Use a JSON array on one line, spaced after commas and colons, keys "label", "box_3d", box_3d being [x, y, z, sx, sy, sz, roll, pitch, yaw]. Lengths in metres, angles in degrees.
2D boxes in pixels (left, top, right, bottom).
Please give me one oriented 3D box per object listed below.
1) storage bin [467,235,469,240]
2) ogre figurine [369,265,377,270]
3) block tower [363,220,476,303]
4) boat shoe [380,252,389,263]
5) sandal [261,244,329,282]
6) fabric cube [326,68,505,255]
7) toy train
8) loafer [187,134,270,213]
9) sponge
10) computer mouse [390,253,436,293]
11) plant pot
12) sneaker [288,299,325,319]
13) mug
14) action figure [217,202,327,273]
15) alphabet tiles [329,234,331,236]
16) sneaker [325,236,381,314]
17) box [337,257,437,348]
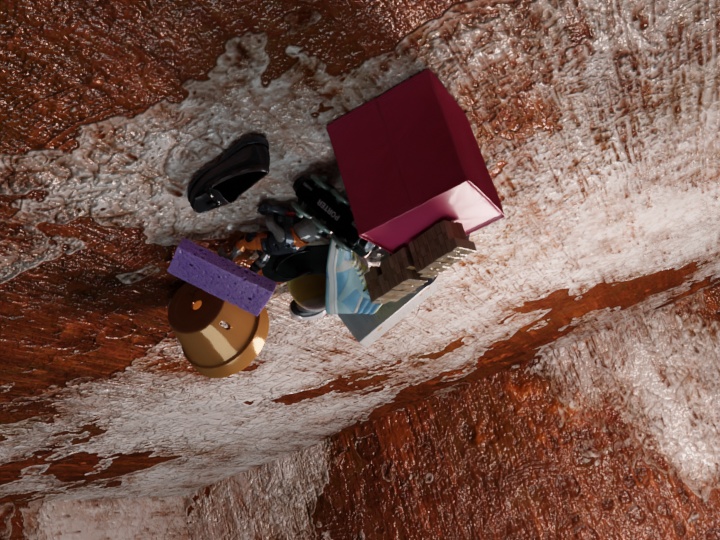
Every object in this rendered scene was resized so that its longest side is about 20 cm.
[{"label": "storage bin", "box_3d": [0.140, -0.141, 1.433, 0.132, 0.148, 0.200, 7, 163, 13]}, {"label": "ogre figurine", "box_3d": [0.054, 0.051, 1.715, 0.197, 0.100, 0.120, 4, 160, 33]}, {"label": "block tower", "box_3d": [0.093, -0.013, 1.245, 0.054, 0.059, 0.199, 6, 151, -45]}, {"label": "boat shoe", "box_3d": [0.102, -0.033, 1.730, 0.059, 0.077, 0.200, -8, 168, -21]}, {"label": "sandal", "box_3d": [-0.125, -0.016, 1.535, 0.198, 0.076, 0.048, -9, -167, 30]}, {"label": "fabric cube", "box_3d": [0.090, -0.158, 1.238, 0.198, 0.202, 0.196, -25, 158, 20]}, {"label": "toy train", "box_3d": [-0.034, -0.093, 1.327, 0.086, 0.199, 0.114, -54, 151, 8]}, {"label": "loafer", "box_3d": [-0.214, -0.139, 1.233, 0.071, 0.064, 0.199, 6, 148, -45]}, {"label": "sponge", "box_3d": [-0.266, 0.014, 1.464, 0.198, 0.030, 0.112, 27, 147, -9]}, {"label": "computer mouse", "box_3d": [0.105, -0.020, 1.412, 0.052, 0.141, 0.199, -22, 166, 19]}, {"label": "plant pot", "box_3d": [-0.309, 0.104, 1.601, 0.198, 0.202, 0.140, -22, 143, 11]}, {"label": "sneaker", "box_3d": [-0.075, 0.046, 1.781, 0.197, 0.076, 0.114, -20, 159, -11]}, {"label": "mug", "box_3d": [-0.068, -0.002, 1.628, 0.152, 0.186, 0.151, 2, 120, -59]}, {"label": "action figure", "box_3d": [-0.143, -0.051, 1.456, 0.192, 0.106, 0.199, -21, 158, 36]}, {"label": "alphabet tiles", "box_3d": [0.034, -0.073, 1.452, 0.197, 0.008, 0.167, -2, 159, 17]}, {"label": "sneaker", "box_3d": [0.000, 0.000, 1.454, 0.128, 0.080, 0.202, 6, 128, 2]}, {"label": "box", "box_3d": [0.053, 0.055, 1.573, 0.199, 0.098, 0.124, -39, 167, -1]}]
